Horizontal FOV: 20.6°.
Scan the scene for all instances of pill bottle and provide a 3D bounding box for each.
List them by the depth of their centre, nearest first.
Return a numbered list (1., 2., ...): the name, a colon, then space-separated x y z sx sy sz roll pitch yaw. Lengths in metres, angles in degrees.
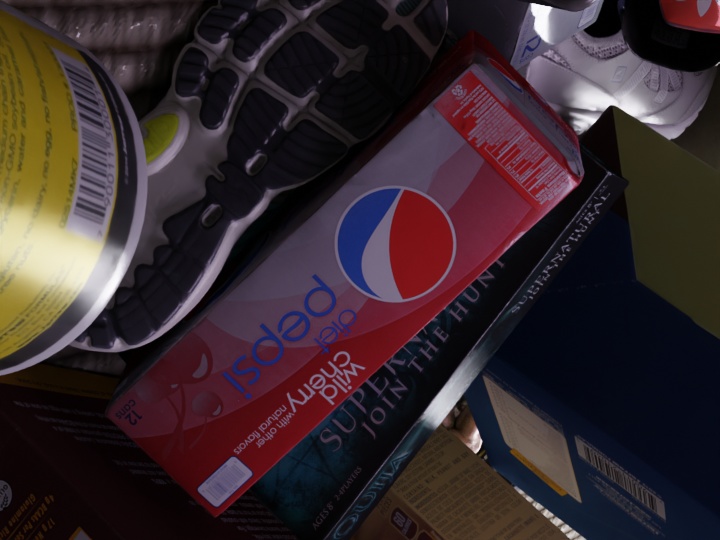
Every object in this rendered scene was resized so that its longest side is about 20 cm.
1. pill bottle: -0.149 -0.037 0.523 0.114 0.114 0.200 -51 158 6

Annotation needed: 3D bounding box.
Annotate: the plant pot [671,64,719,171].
1. plant pot: 0.264 -0.068 1.062 0.200 0.201 0.183 -42 179 -17

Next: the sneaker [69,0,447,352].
1. sneaker: -0.050 -0.050 0.775 0.200 0.078 0.080 -44 178 0

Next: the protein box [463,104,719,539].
1. protein box: 0.163 0.066 0.947 0.135 0.198 0.200 -48 154 -12

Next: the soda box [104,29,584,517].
1. soda box: -0.006 0.001 0.771 0.200 0.063 0.070 -42 -170 14

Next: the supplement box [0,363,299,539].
1. supplement box: -0.098 0.153 0.819 0.133 0.200 0.197 -52 158 7

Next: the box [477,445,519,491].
1. box: 0.148 0.072 1.229 0.161 0.049 0.200 -29 167 -24

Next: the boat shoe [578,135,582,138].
1. boat shoe: 0.080 0.018 1.079 0.202 0.075 0.086 -44 130 -26

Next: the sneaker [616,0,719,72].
1. sneaker: 0.140 -0.128 0.868 0.200 0.075 0.085 -9 110 -83

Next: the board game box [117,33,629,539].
1. board game box: 0.000 0.000 0.837 0.200 0.135 0.028 -53 155 10

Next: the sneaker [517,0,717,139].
1. sneaker: 0.128 -0.111 0.973 0.200 0.075 0.082 -16 143 -53

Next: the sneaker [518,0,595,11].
1. sneaker: 0.019 -0.140 0.664 0.200 0.082 0.077 14 118 -43

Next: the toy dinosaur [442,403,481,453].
1. toy dinosaur: 0.024 0.113 1.153 0.135 0.086 0.200 -16 135 -22

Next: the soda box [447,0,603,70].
1. soda box: 0.076 -0.177 0.776 0.063 0.068 0.200 -33 153 -35

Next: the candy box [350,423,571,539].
1. candy box: -0.003 0.108 0.922 0.055 0.200 0.116 -31 152 -40
